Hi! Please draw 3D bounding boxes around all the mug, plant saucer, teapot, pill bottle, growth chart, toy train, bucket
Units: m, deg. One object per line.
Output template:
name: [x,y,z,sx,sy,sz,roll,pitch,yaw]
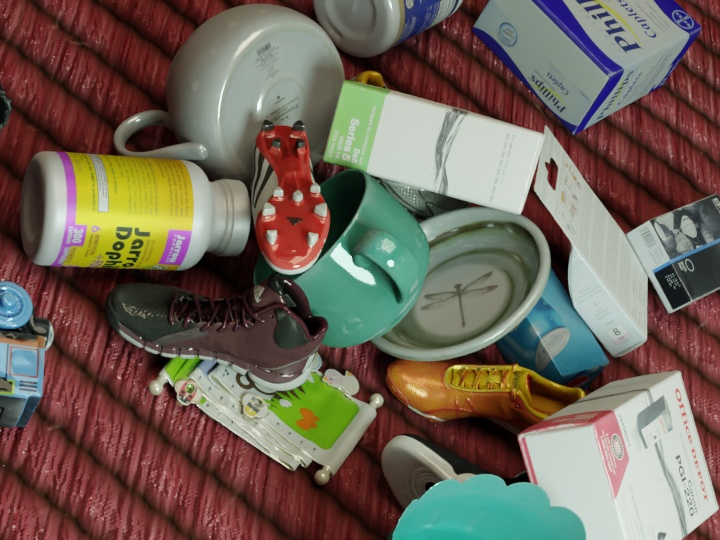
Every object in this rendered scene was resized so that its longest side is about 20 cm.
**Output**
mug: [-0.008,0.004,1.538,0.114,0.152,0.185,43,17,-23]
plant saucer: [0.095,0.023,1.612,0.199,0.050,0.200,-16,40,14]
teapot: [-0.125,-0.177,1.642,0.146,0.198,0.200,23,6,42]
pill bottle: [0.050,-0.329,1.870,0.120,0.120,0.200,45,47,11]
growth chart: [-0.082,0.111,1.520,0.200,0.018,0.145,30,46,-4]
toy train: [-0.355,0.064,1.370,0.199,0.087,0.115,9,57,-21]
bucket: [0.094,0.286,1.380,0.206,0.135,0.208,11,55,-16]
pill bottle: [-0.206,-0.053,1.525,0.199,0.104,0.105,2,54,-26]

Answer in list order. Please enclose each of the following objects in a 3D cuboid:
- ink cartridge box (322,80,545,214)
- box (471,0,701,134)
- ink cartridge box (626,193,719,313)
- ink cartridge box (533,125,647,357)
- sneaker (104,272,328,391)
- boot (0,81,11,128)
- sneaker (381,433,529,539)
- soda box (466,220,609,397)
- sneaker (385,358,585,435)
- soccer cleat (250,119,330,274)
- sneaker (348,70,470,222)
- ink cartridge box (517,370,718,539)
ink cartridge box: [0.074,-0.122,1.621,0.199,0.084,0.146,16,6,4]
box: [0.270,-0.288,1.962,0.200,0.105,0.184,-30,71,-40]
ink cartridge box: [0.376,-0.025,1.814,0.200,0.039,0.100,-21,80,-50]
ink cartridge box: [0.225,-0.030,1.692,0.200,0.057,0.163,47,26,-16]
sneaker: [-0.120,0.031,1.470,0.199,0.116,0.076,18,47,-16]
boot: [-0.371,-0.148,1.471,0.076,0.168,0.201,-2,55,-28]
sneaker: [0.115,0.203,1.518,0.200,0.073,0.112,43,43,-2]
soda box: [0.166,0.036,1.677,0.068,0.064,0.200,-12,60,-34]
sneaker: [0.122,0.111,1.584,0.199,0.077,0.073,12,50,-10]
soccer cleat: [-0.069,-0.056,1.520,0.068,0.085,0.200,0,43,-11]
sneaker: [0.043,-0.124,1.728,0.200,0.082,0.078,48,47,12]
ink cartridge box: [0.241,0.187,1.514,0.200,0.085,0.146,-19,93,-57]
